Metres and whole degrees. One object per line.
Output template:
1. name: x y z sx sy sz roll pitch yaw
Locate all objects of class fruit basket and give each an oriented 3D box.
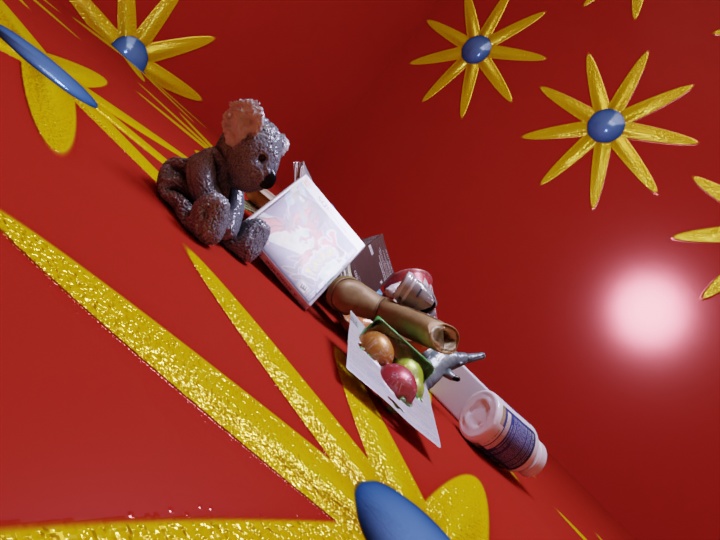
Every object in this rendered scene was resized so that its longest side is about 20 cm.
1. fruit basket: 0.043 0.164 0.851 0.184 0.094 0.201 41 19 -12

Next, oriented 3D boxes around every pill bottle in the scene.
1. pill bottle: 0.308 0.354 1.176 0.199 0.112 0.111 41 3 -23

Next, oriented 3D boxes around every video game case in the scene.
1. video game case: -0.100 -0.059 1.003 0.183 0.200 0.023 48 -42 -5

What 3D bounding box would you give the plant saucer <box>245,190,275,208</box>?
1. plant saucer: -0.199 -0.144 1.284 0.198 0.036 0.200 39 4 -3

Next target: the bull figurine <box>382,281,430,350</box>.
1. bull figurine: 0.100 0.126 1.221 0.118 0.065 0.206 22 52 -25

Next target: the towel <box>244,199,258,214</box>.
1. towel: -0.185 -0.093 1.267 0.198 0.024 0.153 38 5 -4

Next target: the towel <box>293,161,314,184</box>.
1. towel: -0.105 -0.119 1.269 0.202 0.031 0.196 65 14 -48

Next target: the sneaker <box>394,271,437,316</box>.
1. sneaker: 0.112 0.071 1.085 0.081 0.076 0.200 37 -4 16

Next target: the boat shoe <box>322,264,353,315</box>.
1. boat shoe: -0.059 -0.017 1.076 0.074 0.074 0.207 19 43 -51

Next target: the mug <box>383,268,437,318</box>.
1. mug: 0.129 0.132 1.391 0.128 0.180 0.206 4 53 -17

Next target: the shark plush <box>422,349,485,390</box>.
1. shark plush: 0.174 0.210 1.148 0.194 0.094 0.084 1 30 -32

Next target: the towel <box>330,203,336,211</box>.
1. towel: -0.056 -0.031 1.256 0.149 0.023 0.205 63 24 -44

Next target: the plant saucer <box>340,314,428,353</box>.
1. plant saucer: 0.052 0.122 1.083 0.192 0.039 0.200 11 9 -2

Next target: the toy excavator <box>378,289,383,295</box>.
1. toy excavator: 0.031 0.102 1.336 0.202 0.099 0.194 52 7 14

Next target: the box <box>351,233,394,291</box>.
1. box: 0.000 0.000 1.214 0.200 0.073 0.103 -41 115 -57

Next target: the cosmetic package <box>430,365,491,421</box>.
1. cosmetic package: 0.244 0.292 1.300 0.200 0.102 0.074 45 4 20

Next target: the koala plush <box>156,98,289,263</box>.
1. koala plush: -0.196 -0.157 0.852 0.183 0.202 0.177 42 4 20

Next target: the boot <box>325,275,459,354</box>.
1. boot: 0.057 0.077 0.972 0.197 0.068 0.172 22 2 44
